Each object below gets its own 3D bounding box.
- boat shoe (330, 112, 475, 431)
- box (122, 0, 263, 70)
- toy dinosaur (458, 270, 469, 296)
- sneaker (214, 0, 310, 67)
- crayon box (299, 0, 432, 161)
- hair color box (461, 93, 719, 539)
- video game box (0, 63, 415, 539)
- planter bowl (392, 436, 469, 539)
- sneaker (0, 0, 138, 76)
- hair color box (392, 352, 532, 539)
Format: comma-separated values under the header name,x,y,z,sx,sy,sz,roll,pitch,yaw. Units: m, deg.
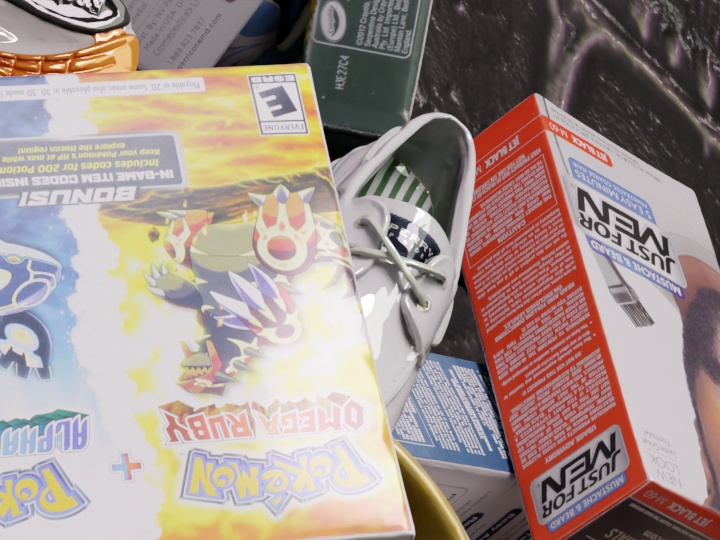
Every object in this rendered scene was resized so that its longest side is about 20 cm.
name,x,y,z,sx,sy,sz,roll,pitch,yaw
boat shoe,0.000,0.000,1.088,0.073,0.067,0.200,37,30,-16
box,-0.123,-0.194,1.249,0.199,0.106,0.153,31,27,-21
toy dinosaur,0.009,0.006,1.293,0.136,0.102,0.200,45,28,0
sneaker,-0.041,-0.136,1.405,0.072,0.072,0.200,45,26,-11
crayon box,0.004,-0.111,1.304,0.050,0.128,0.200,10,-3,0
hair color box,0.105,0.037,1.213,0.111,0.064,0.201,28,37,-40
video game box,-0.097,0.022,0.951,0.199,0.047,0.183,-4,61,-16
planter bowl,-0.060,0.135,0.985,0.199,0.084,0.202,5,68,-12
sneaker,-0.187,-0.090,1.118,0.199,0.092,0.076,22,66,-10
hair color box,0.011,0.084,1.186,0.200,0.100,0.061,15,42,-52
